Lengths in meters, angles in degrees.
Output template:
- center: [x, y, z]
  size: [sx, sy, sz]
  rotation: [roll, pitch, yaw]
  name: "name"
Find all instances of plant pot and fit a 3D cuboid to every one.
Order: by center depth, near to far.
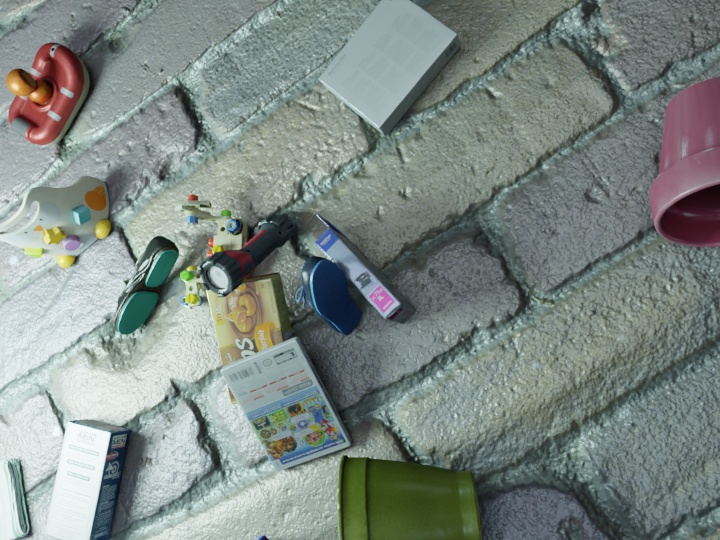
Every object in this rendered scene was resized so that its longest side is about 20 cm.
- center: [0.494, -0.153, 0.894]
  size: [0.199, 0.200, 0.180]
  rotation: [-4, 66, 17]
  name: "plant pot"
- center: [0.075, 0.363, 0.955]
  size: [0.192, 0.200, 0.201]
  rotation: [-6, 80, 5]
  name: "plant pot"

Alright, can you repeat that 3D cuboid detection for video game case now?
- center: [-0.119, 0.219, 1.067]
  size: [0.143, 0.018, 0.201]
  rotation: [-23, 103, 14]
  name: "video game case"

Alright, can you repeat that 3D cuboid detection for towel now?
- center: [-0.732, 0.457, 1.266]
  size: [0.199, 0.031, 0.150]
  rotation: [-19, 76, 14]
  name: "towel"

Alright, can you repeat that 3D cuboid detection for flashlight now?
- center: [-0.183, -0.033, 1.080]
  size: [0.068, 0.200, 0.068]
  rotation: [48, 126, -8]
  name: "flashlight"

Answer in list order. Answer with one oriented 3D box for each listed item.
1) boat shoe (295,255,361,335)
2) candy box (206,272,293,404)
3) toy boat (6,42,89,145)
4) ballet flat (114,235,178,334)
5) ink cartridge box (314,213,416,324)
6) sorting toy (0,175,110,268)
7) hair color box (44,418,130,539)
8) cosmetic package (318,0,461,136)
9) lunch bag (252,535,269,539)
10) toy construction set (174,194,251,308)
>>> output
- center: [-0.061, 0.042, 1.026]
  size: [0.069, 0.200, 0.084]
  rotation: [29, 66, 29]
  name: "boat shoe"
- center: [-0.173, 0.113, 1.091]
  size: [0.115, 0.055, 0.201]
  rotation: [-9, 99, 12]
  name: "candy box"
- center: [-0.633, -0.355, 1.294]
  size: [0.130, 0.131, 0.201]
  rotation: [30, 92, 18]
  name: "toy boat"
- center: [-0.394, 0.022, 1.201]
  size: [0.068, 0.068, 0.200]
  rotation: [44, 105, 35]
  name: "ballet flat"
- center: [0.000, 0.000, 1.053]
  size: [0.042, 0.119, 0.200]
  rotation: [-43, 73, 6]
  name: "ink cartridge box"
- center: [-0.582, -0.090, 1.215]
  size: [0.200, 0.180, 0.107]
  rotation: [-37, 73, 10]
  name: "sorting toy"
- center: [-0.489, 0.378, 1.184]
  size: [0.100, 0.061, 0.201]
  rotation: [9, 86, 18]
  name: "hair color box"
- center: [0.049, -0.354, 1.123]
  size: [0.151, 0.052, 0.200]
  rotation: [43, 96, 16]
  name: "cosmetic package"
- center: [-0.218, 0.529, 1.029]
  size: [0.169, 0.124, 0.200]
  rotation: [-25, 34, 13]
  name: "lunch bag"
- center: [-0.264, -0.034, 1.162]
  size: [0.130, 0.092, 0.201]
  rotation: [-4, 92, 17]
  name: "toy construction set"
